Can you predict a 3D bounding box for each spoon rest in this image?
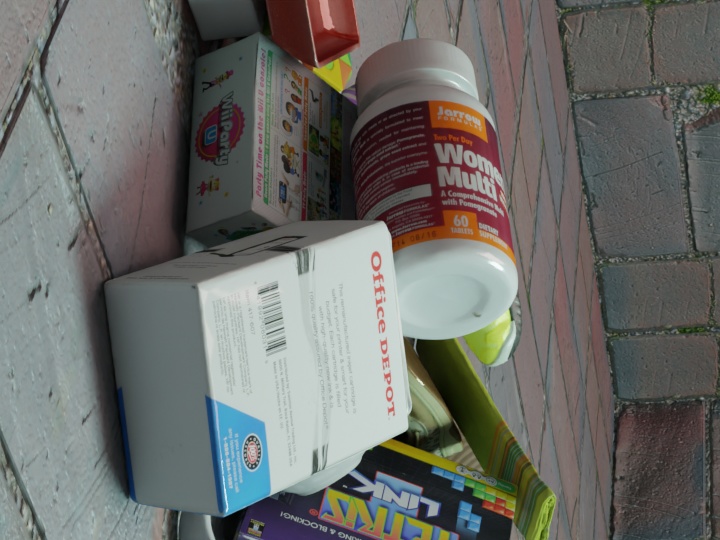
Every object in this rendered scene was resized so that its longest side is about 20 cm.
[{"bbox_3d":[-0.060,0.141,1.375,0.200,0.099,0.061,-39,101,-48],"label":"spoon rest"}]

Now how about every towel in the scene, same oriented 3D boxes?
[{"bbox_3d":[0.098,0.118,1.563,0.201,0.018,0.086,60,-20,27],"label":"towel"}]

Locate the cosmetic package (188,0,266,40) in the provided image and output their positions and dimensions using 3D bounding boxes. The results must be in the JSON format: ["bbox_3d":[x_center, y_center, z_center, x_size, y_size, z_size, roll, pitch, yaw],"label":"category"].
[{"bbox_3d":[-0.107,-0.290,1.407,0.201,0.051,0.152,72,16,-48],"label":"cosmetic package"}]

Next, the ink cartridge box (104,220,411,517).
[{"bbox_3d":[-0.062,0.057,1.273,0.199,0.084,0.148,-19,105,-52],"label":"ink cartridge box"}]

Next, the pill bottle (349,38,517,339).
[{"bbox_3d":[0.048,-0.061,1.410,0.110,0.108,0.202,67,14,-55],"label":"pill bottle"}]

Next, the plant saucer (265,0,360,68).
[{"bbox_3d":[-0.047,-0.254,1.454,0.200,0.036,0.202,-49,130,-75],"label":"plant saucer"}]

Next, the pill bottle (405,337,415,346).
[{"bbox_3d":[0.000,0.000,1.659,0.201,0.110,0.112,-79,161,-48],"label":"pill bottle"}]

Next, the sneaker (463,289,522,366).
[{"bbox_3d":[0.069,-0.012,1.617,0.076,0.075,0.202,-25,96,-36],"label":"sneaker"}]

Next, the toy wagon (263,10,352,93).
[{"bbox_3d":[-0.054,-0.237,1.587,0.155,0.039,0.202,28,52,-65],"label":"toy wagon"}]

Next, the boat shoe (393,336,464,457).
[{"bbox_3d":[0.035,0.112,1.564,0.074,0.062,0.200,61,-1,30],"label":"boat shoe"}]

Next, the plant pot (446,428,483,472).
[{"bbox_3d":[0.072,0.231,1.780,0.201,0.092,0.202,-48,151,-38],"label":"plant pot"}]

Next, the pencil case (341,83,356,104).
[{"bbox_3d":[0.006,-0.112,1.651,0.200,0.085,0.084,-33,153,-48],"label":"pencil case"}]

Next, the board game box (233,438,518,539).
[{"bbox_3d":[0.011,0.194,1.461,0.166,0.198,0.057,-74,-175,-58],"label":"board game box"}]

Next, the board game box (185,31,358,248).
[{"bbox_3d":[-0.039,-0.059,1.445,0.200,0.064,0.149,35,47,-46],"label":"board game box"}]
